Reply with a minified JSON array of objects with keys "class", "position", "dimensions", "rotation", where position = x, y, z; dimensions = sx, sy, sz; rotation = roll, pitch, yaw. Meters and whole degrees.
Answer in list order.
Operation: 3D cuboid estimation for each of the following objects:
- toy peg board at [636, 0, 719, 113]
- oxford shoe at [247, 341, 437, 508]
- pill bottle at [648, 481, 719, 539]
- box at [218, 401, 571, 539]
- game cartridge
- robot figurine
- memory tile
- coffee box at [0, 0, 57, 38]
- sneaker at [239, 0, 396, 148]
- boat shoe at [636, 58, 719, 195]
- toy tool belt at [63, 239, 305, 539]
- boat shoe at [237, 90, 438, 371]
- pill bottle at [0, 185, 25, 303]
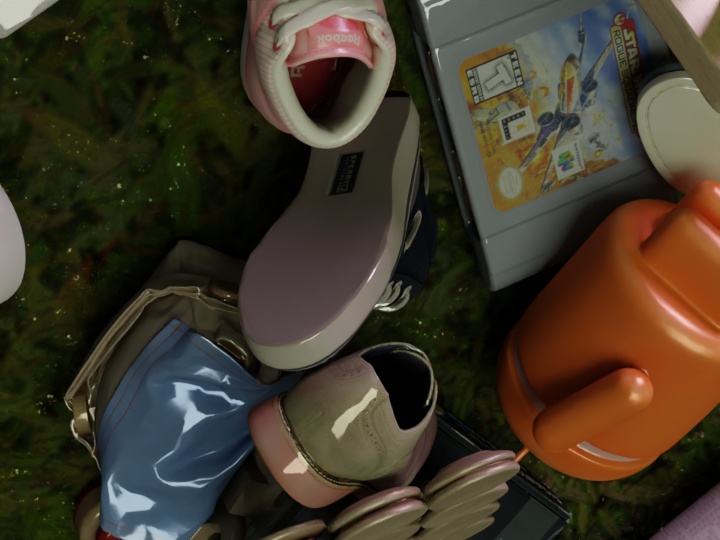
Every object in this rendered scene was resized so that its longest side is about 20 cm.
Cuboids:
[{"class":"toy peg board","position":[0.200,-0.202,0.738],"dimensions":[0.198,0.201,0.098],"rotation":[-23,163,-29]},{"class":"oxford shoe","position":[0.014,0.073,0.807],"dimensions":[0.074,0.200,0.071],"rotation":[-35,82,14]},{"class":"pill bottle","position":[0.225,0.213,1.041],"dimensions":[0.200,0.110,0.110],"rotation":[-40,122,2]},{"class":"box","position":[0.007,0.174,0.977],"dimensions":[0.159,0.046,0.200],"rotation":[38,98,-30]},{"class":"game cartridge","position":[0.106,-0.097,0.888],"dimensions":[0.132,0.042,0.201],"rotation":[-21,120,-5]},{"class":"robot figurine","position":[0.150,0.041,0.905],"dimensions":[0.116,0.144,0.200],"rotation":[16,134,-23]},{"class":"memory tile","position":[0.006,0.142,0.852],"dimensions":[0.153,0.017,0.200],"rotation":[-22,164,-8]},{"class":"coffee box","position":[-0.184,-0.212,0.678],"dimensions":[0.080,0.114,0.200],"rotation":[-34,121,-1]},{"class":"sneaker","position":[-0.020,-0.153,0.774],"dimensions":[0.075,0.105,0.201],"rotation":[-6,115,-16]},{"class":"boat shoe","position":[0.221,-0.075,0.916],"dimensions":[0.199,0.062,0.073],"rotation":[25,136,-35]},{"class":"toy tool belt","position":[-0.095,0.094,0.856],"dimensions":[0.124,0.123,0.201],"rotation":[17,108,-26]},{"class":"boat shoe","position":[0.000,0.000,0.814],"dimensions":[0.074,0.200,0.093],"rotation":[-2,130,22]},{"class":"pill bottle","position":[-0.251,0.015,0.726],"dimensions":[0.200,0.112,0.113],"rotation":[-33,130,-46]}]
